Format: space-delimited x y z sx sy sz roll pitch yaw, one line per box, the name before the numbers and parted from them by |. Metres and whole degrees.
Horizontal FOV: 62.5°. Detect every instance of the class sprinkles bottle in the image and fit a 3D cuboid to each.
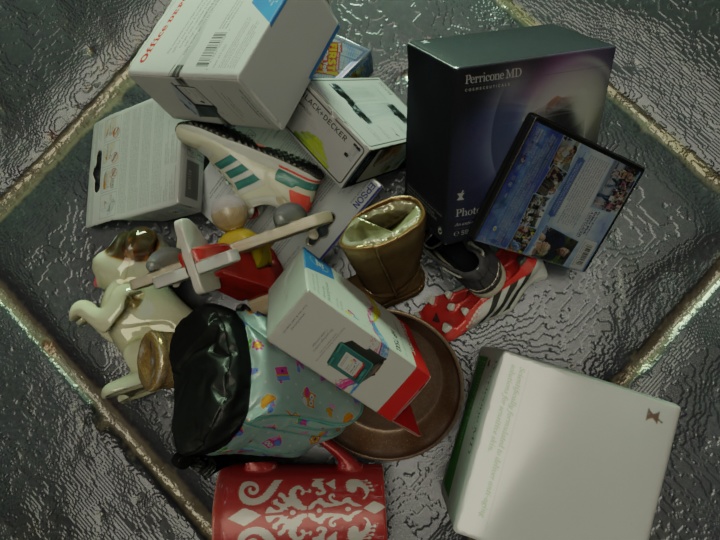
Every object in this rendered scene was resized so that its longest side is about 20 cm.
sprinkles bottle | -0.162 0.106 0.718 0.068 0.198 0.070 -6 82 47

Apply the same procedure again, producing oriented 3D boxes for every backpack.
backpack | -0.094 0.129 0.632 0.126 0.199 0.169 -29 53 31

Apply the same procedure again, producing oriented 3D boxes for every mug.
mug | -0.068 0.278 0.710 0.196 0.134 0.180 -2 117 0

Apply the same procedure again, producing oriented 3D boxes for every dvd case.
dvd case | 0.227 -0.080 0.675 0.198 0.018 0.144 12 112 -32

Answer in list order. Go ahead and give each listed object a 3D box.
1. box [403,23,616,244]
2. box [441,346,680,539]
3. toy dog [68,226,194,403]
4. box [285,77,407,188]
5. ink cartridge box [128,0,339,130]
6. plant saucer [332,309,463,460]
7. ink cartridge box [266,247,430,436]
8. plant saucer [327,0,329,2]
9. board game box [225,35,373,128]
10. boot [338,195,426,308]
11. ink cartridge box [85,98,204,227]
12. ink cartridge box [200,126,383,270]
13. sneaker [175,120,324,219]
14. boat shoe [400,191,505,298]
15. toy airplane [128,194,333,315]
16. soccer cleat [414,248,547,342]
box | 0.161 -0.160 0.684 0.197 0.124 0.201 -14 124 -17
box | 0.215 0.213 0.681 0.197 0.171 0.202 18 85 4
toy dog | -0.274 0.045 0.763 0.191 0.140 0.203 -21 81 -7
box | 0.001 -0.177 0.735 0.117 0.200 0.060 46 121 6
ink cartridge box | -0.143 -0.246 0.661 0.198 0.086 0.148 15 72 38
plant saucer | 0.029 0.139 0.742 0.197 0.037 0.204 2 106 7
ink cartridge box | -0.001 0.075 0.624 0.199 0.116 0.067 37 103 -20
plant saucer | -0.139 -0.341 0.787 0.197 0.037 0.204 -1 83 5
board game box | -0.089 -0.260 0.821 0.196 0.062 0.203 12 84 7
boot | 0.000 0.000 0.710 0.173 0.200 0.067 -29 68 -3
ink cartridge box | -0.297 -0.146 0.817 0.197 0.047 0.163 -8 76 32
ink cartridge box | -0.101 -0.106 0.783 0.200 0.043 0.197 42 106 0
sneaker | -0.147 -0.116 0.733 0.197 0.070 0.095 23 107 5
boat shoe | 0.103 -0.049 0.741 0.073 0.062 0.201 -46 52 10
toy airplane | -0.152 -0.024 0.676 0.197 0.199 0.143 -1 69 -28
soccer cleat | 0.152 0.042 0.764 0.200 0.085 0.069 -42 45 16
